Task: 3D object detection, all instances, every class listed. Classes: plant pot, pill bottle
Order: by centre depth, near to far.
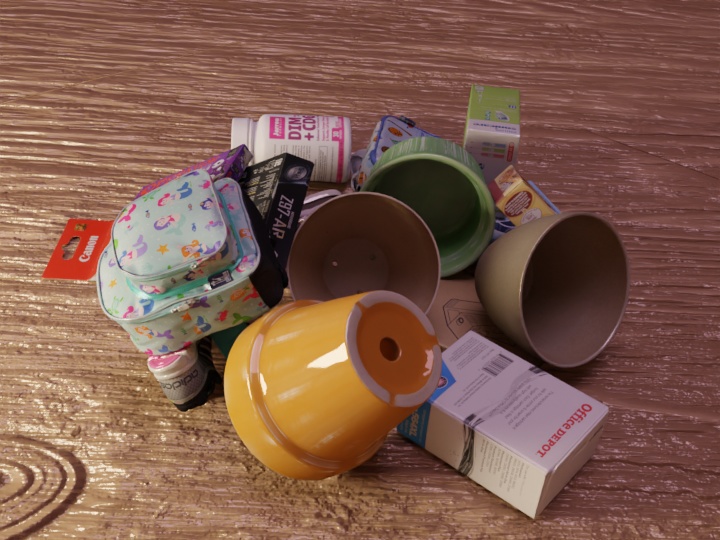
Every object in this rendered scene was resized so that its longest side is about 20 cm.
[{"bbox_3d":[-0.016,0.109,0.968,0.200,0.183,0.200,18,58,-31],"label":"plant pot"},{"bbox_3d":[0.000,0.000,1.220,0.200,0.200,0.134,2,-2,-4],"label":"plant pot"},{"bbox_3d":[-0.119,-0.210,1.533,0.200,0.113,0.113,1,36,-6],"label":"pill bottle"}]

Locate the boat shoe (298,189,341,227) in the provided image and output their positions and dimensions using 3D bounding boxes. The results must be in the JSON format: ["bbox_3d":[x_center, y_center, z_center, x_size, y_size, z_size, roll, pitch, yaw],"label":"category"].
[{"bbox_3d":[-0.109,-0.059,1.353,0.200,0.072,0.060,-21,59,-14],"label":"boat shoe"}]

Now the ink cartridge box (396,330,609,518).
[{"bbox_3d":[0.166,0.176,1.056,0.200,0.084,0.146,30,42,29],"label":"ink cartridge box"}]

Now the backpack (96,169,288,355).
[{"bbox_3d":[-0.207,-0.005,1.034,0.200,0.151,0.178,-28,48,7],"label":"backpack"}]

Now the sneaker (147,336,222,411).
[{"bbox_3d":[-0.213,0.115,1.109,0.074,0.087,0.200,-19,15,0],"label":"sneaker"}]

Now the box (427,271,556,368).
[{"bbox_3d":[0.170,0.078,1.248,0.200,0.021,0.163,27,41,25],"label":"box"}]

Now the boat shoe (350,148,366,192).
[{"bbox_3d":[0.021,-0.139,1.490,0.068,0.072,0.200,0,43,-34],"label":"boat shoe"}]

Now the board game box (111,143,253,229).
[{"bbox_3d":[-0.258,-0.112,1.295,0.200,0.032,0.120,-19,26,26],"label":"board game box"}]

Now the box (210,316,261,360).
[{"bbox_3d":[-0.146,0.075,1.113,0.200,0.049,0.082,50,12,26],"label":"box"}]

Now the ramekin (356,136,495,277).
[{"bbox_3d":[0.095,-0.096,1.303,0.200,0.200,0.098,7,31,2],"label":"ramekin"}]

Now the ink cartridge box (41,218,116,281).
[{"bbox_3d":[-0.352,-0.044,1.328,0.200,0.057,0.163,7,35,-5],"label":"ink cartridge box"}]

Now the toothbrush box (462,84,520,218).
[{"bbox_3d":[0.209,-0.198,1.462,0.086,0.146,0.200,8,32,6],"label":"toothbrush box"}]

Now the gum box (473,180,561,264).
[{"bbox_3d":[0.224,-0.080,1.457,0.200,0.045,0.170,-7,36,-18],"label":"gum box"}]

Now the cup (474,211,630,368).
[{"bbox_3d":[0.235,0.017,1.187,0.200,0.200,0.143,-20,18,-31],"label":"cup"}]

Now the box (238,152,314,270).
[{"bbox_3d":[-0.137,-0.068,1.221,0.044,0.160,0.200,18,-9,-23],"label":"box"}]

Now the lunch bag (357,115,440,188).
[{"bbox_3d":[0.084,-0.167,1.442,0.160,0.076,0.200,25,36,-5],"label":"lunch bag"}]

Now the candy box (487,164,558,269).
[{"bbox_3d":[0.273,-0.056,1.304,0.200,0.055,0.115,45,13,-12],"label":"candy box"}]
